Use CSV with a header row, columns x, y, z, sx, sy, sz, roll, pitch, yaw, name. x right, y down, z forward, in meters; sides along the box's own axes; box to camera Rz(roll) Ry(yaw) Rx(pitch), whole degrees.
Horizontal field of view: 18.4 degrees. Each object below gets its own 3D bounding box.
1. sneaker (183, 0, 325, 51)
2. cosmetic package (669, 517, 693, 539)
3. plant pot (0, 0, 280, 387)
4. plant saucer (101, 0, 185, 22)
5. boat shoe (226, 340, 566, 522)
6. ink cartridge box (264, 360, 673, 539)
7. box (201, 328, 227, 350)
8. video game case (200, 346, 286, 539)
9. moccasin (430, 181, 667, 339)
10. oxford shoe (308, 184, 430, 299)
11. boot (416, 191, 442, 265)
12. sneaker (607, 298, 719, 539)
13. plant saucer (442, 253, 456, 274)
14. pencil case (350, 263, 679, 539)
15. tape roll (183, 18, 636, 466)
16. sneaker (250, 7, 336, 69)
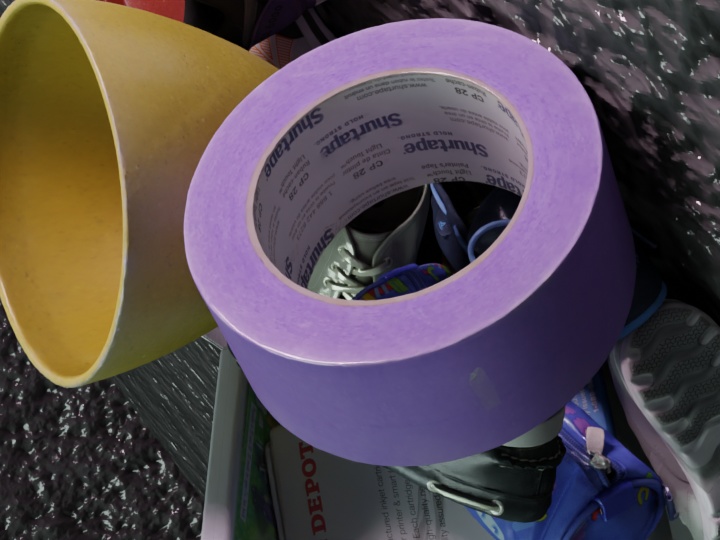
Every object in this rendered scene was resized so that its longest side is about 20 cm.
x,y,z,sx,sy,sz,roll,pitch,yaw,name
-0.077,-0.184,1.147,0.076,0.087,0.200,41,164,36,sneaker
0.117,0.195,1.295,0.081,0.200,0.113,40,169,42,cosmetic package
-0.100,-0.047,1.165,0.200,0.141,0.201,21,115,58,plant pot
-0.138,-0.178,1.316,0.200,0.037,0.201,-170,59,-79,plant saucer
0.010,0.068,1.082,0.199,0.075,0.061,21,118,39,boat shoe
0.061,0.135,1.216,0.084,0.199,0.145,36,-140,-60,ink cartridge box
-0.023,0.062,1.540,0.158,0.048,0.200,33,-176,11,box
-0.034,0.169,1.258,0.182,0.022,0.201,54,-154,-38,video game case
0.079,-0.013,1.125,0.068,0.080,0.200,60,164,-24,moccasin
0.000,0.000,1.243,0.075,0.201,0.058,11,-157,-2,oxford shoe
0.043,0.023,1.314,0.076,0.199,0.169,-62,-28,-62,boot
0.184,0.091,1.124,0.201,0.074,0.082,63,176,-19,sneaker
0.055,0.037,1.446,0.200,0.037,0.200,47,168,14,plant saucer
0.069,0.077,1.133,0.200,0.078,0.087,46,140,31,pencil case
0.024,-0.015,1.032,0.200,0.200,0.085,39,164,39,tape roll
-0.060,-0.130,1.270,0.200,0.080,0.074,50,170,8,sneaker
